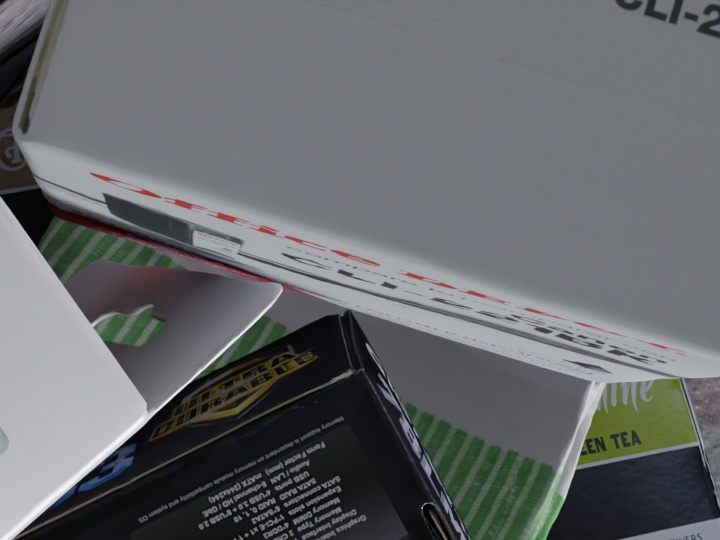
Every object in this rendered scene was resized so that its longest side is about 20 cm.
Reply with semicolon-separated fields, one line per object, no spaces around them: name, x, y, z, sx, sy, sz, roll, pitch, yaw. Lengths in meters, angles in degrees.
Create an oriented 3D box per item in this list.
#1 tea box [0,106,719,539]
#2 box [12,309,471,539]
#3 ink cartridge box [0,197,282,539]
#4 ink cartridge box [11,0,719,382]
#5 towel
tea box;-0.024;0.054;0.824;0.200;0.197;0.134;-9;167;-25
box;-0.045;0.140;0.683;0.200;0.199;0.050;-27;-161;3
ink cartridge box;-0.126;0.038;0.628;0.200;0.067;0.117;-41;-160;-20
ink cartridge box;0.011;-0.035;0.599;0.200;0.144;0.084;140;-33;-85
towel;0.000;0.000;0.755;0.200;0.152;0.023;-62;-178;-28
